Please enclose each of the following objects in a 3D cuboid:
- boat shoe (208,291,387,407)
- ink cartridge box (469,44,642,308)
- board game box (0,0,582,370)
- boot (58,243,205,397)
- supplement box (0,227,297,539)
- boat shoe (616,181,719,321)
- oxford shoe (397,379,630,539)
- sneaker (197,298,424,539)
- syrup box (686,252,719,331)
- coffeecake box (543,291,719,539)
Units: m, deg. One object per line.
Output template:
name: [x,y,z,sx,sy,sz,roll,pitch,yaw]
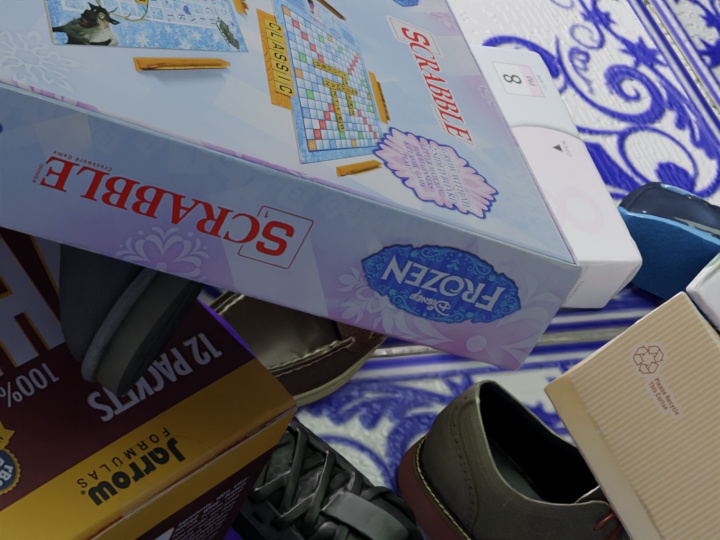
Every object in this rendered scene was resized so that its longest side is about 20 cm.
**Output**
boat shoe: [0.000,0.000,0.834,0.200,0.072,0.072,-24,62,-25]
ink cartridge box: [0.033,-0.055,0.944,0.200,0.057,0.163,5,48,-31]
board game box: [-0.053,-0.068,0.525,0.199,0.041,0.200,17,30,-23]
boot: [-0.127,-0.061,0.548,0.200,0.073,0.182,31,27,-9]
supplement box: [-0.161,0.064,0.611,0.197,0.200,0.133,44,44,15]
boat shoe: [0.235,0.003,0.975,0.200,0.084,0.069,33,39,1]
oxford shoe: [0.104,0.132,0.784,0.200,0.075,0.070,40,44,11]
sneaker: [-0.025,0.084,0.668,0.070,0.099,0.200,-47,120,-30]
syrup box: [0.257,0.059,0.888,0.200,0.081,0.079,49,4,5]
coffeecake box: [0.175,0.117,0.763,0.154,0.073,0.200,61,12,29]
